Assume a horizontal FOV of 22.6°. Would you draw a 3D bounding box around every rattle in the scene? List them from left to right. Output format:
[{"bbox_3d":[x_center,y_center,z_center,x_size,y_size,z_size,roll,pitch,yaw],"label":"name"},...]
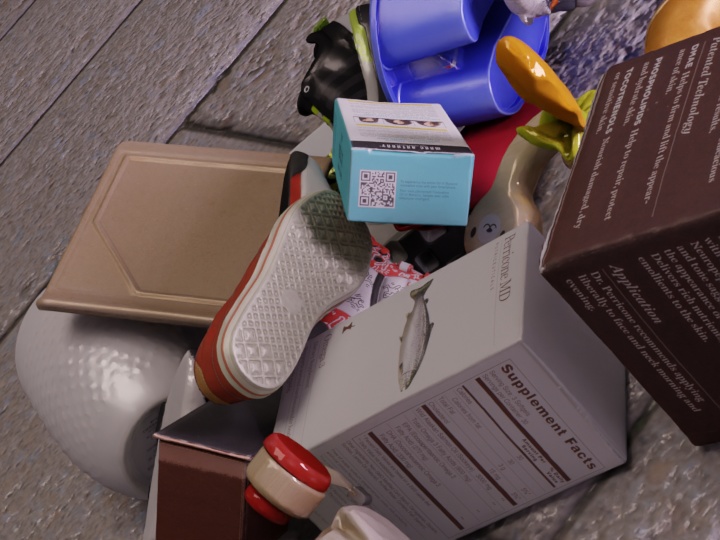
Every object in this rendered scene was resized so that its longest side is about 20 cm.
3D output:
[{"bbox_3d":[0.087,-0.041,1.182,0.200,0.142,0.131,-38,64,28],"label":"rattle"}]

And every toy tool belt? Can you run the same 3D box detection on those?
[{"bbox_3d":[-0.014,0.201,1.012,0.123,0.200,0.125,-51,-17,4],"label":"toy tool belt"}]

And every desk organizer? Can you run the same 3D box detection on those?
[{"bbox_3d":[-0.062,0.124,1.220,0.071,0.078,0.200,11,17,22],"label":"desk organizer"}]

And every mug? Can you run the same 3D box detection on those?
[{"bbox_3d":[-0.151,0.084,1.401,0.199,0.149,0.175,-24,33,-16],"label":"mug"}]

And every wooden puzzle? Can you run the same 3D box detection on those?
[{"bbox_3d":[-0.131,-0.025,1.382,0.183,0.037,0.201,6,45,17],"label":"wooden puzzle"}]

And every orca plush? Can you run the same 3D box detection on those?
[{"bbox_3d":[-0.108,0.157,1.267,0.105,0.070,0.202,-177,96,-72],"label":"orca plush"}]

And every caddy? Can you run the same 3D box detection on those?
[{"bbox_3d":[0.069,-0.194,1.409,0.104,0.142,0.201,-8,33,29],"label":"caddy"}]

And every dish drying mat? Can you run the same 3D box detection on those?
[{"bbox_3d":[0.090,-0.083,1.352,0.076,0.018,0.200,-15,21,30],"label":"dish drying mat"}]

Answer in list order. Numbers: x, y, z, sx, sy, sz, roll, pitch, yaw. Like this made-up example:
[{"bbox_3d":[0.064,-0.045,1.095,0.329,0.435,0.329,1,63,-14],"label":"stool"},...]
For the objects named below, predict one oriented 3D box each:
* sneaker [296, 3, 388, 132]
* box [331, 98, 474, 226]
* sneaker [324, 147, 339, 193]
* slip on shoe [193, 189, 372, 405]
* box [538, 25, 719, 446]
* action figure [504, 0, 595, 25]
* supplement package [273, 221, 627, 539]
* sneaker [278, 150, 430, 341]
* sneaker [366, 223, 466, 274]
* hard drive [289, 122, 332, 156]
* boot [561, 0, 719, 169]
[{"bbox_3d":[-0.008,-0.124,1.431,0.082,0.072,0.201,-16,51,15],"label":"sneaker"},{"bbox_3d":[0.026,-0.078,1.249,0.081,0.050,0.200,3,15,-4],"label":"box"},{"bbox_3d":[-0.017,-0.062,1.452,0.075,0.076,0.201,23,74,41],"label":"sneaker"},{"bbox_3d":[-0.051,0.015,1.181,0.061,0.074,0.200,-28,21,41],"label":"slip on shoe"},{"bbox_3d":[0.235,-0.030,0.980,0.199,0.166,0.165,-18,37,41],"label":"box"},{"bbox_3d":[0.188,-0.232,1.335,0.193,0.105,0.200,-29,42,-25],"label":"action figure"},{"bbox_3d":[0.055,0.083,1.125,0.199,0.117,0.117,-29,29,27],"label":"supplement package"},{"bbox_3d":[0.000,0.001,1.279,0.068,0.107,0.203,102,165,-49],"label":"sneaker"},{"bbox_3d":[-0.007,0.012,1.364,0.199,0.074,0.089,-31,27,3],"label":"sneaker"},{"bbox_3d":[0.029,-0.134,1.559,0.200,0.027,0.132,-41,28,9],"label":"hard drive"},{"bbox_3d":[0.233,-0.113,1.217,0.201,0.071,0.144,-49,32,3],"label":"boot"}]
